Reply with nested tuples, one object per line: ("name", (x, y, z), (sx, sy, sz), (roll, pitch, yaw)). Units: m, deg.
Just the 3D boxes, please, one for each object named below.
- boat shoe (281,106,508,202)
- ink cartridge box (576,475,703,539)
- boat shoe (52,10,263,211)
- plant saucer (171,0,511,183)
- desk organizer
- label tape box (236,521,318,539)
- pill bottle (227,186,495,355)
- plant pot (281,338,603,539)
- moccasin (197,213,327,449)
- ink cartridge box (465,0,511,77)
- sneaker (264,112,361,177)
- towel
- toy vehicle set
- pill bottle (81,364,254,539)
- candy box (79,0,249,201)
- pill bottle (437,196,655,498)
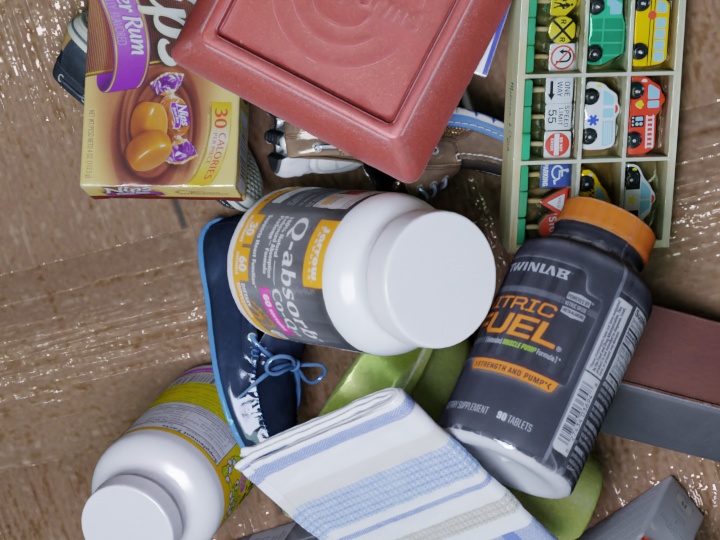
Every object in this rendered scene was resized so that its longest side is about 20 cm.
("boat shoe", (0.033, -0.086, 1.658), (0.200, 0.072, 0.072), (14, 82, -19))
("ink cartridge box", (0.166, 0.241, 1.695), (0.160, 0.200, 0.047), (-36, 93, 22))
("boat shoe", (-0.154, -0.111, 1.737), (0.200, 0.075, 0.062), (42, 115, 5))
("plant saucer", (-0.005, -0.192, 1.583), (0.199, 0.037, 0.200), (28, 91, 7))
("desk organizer", (0.268, 0.090, 1.685), (0.200, 0.077, 0.072), (15, 145, -6))
("label tape box", (-0.072, 0.288, 1.849), (0.200, 0.063, 0.144), (-20, 101, 20))
("pill bottle", (0.000, 0.000, 1.631), (0.200, 0.116, 0.117), (6, 115, 57))
("plant pot", (0.073, 0.147, 1.710), (0.184, 0.200, 0.200), (34, 113, -10))
("moccasin", (-0.074, 0.053, 1.742), (0.068, 0.080, 0.200), (-15, 87, 23))
("ink cartridge box", (0.010, -0.208, 1.615), (0.200, 0.037, 0.095), (18, 90, 9))
("sneaker", (-0.022, -0.167, 1.691), (0.081, 0.075, 0.200), (2, 103, -13))
("towel", (0.028, 0.160, 1.595), (0.147, 0.024, 0.200), (-25, 128, 30))
("toy vehicle set", (0.166, -0.112, 1.644), (0.124, 0.027, 0.200), (-3, 109, -13))
("pill bottle", (-0.139, 0.154, 1.745), (0.104, 0.200, 0.104), (7, 113, 17))
("candy box", (-0.140, -0.153, 1.674), (0.117, 0.056, 0.200), (1, 81, 5))
("pill bottle", (0.137, 0.049, 1.598), (0.106, 0.106, 0.200), (24, 74, 6))
